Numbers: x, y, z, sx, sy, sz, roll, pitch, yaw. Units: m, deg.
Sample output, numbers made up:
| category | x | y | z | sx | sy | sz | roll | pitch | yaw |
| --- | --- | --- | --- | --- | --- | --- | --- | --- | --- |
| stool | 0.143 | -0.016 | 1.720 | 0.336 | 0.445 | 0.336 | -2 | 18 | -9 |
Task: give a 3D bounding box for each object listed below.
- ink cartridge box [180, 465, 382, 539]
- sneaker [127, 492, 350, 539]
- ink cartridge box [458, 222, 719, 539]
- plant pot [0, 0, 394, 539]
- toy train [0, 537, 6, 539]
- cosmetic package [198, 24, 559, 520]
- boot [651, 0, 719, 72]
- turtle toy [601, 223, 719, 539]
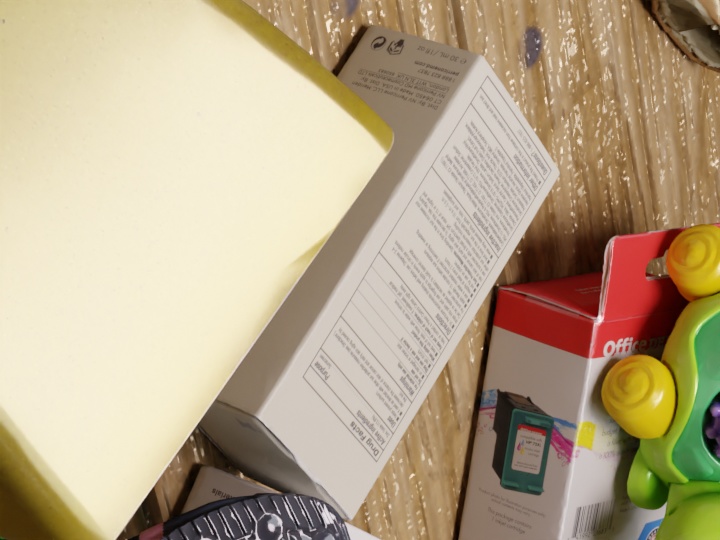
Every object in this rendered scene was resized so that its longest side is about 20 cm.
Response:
| category | x | y | z | sx | sy | sz | roll | pitch | yaw |
| --- | --- | --- | --- | --- | --- | --- | --- | --- | --- |
| ink cartridge box | -0.046 | 0.211 | 1.334 | 0.145 | 0.084 | 0.201 | 31 | 80 | -51 |
| sneaker | -0.100 | 0.142 | 1.223 | 0.199 | 0.082 | 0.070 | -18 | 98 | -31 |
| ink cartridge box | 0.121 | 0.068 | 1.495 | 0.116 | 0.067 | 0.201 | -7 | 110 | -50 |
| plant pot | -0.148 | -0.042 | 1.029 | 0.200 | 0.200 | 0.176 | -55 | 128 | -19 |
| toy train | -0.187 | 0.130 | 1.150 | 0.200 | 0.056 | 0.042 | -35 | 135 | -39 |
| cosmetic package | 0.000 | 0.000 | 1.313 | 0.200 | 0.071 | 0.105 | -57 | 141 | -18 |
| boot | 0.207 | -0.224 | 1.482 | 0.175 | 0.066 | 0.200 | 42 | 73 | -50 |
| turtle toy | 0.196 | 0.081 | 1.454 | 0.146 | 0.101 | 0.200 | 41 | 72 | -51 |
